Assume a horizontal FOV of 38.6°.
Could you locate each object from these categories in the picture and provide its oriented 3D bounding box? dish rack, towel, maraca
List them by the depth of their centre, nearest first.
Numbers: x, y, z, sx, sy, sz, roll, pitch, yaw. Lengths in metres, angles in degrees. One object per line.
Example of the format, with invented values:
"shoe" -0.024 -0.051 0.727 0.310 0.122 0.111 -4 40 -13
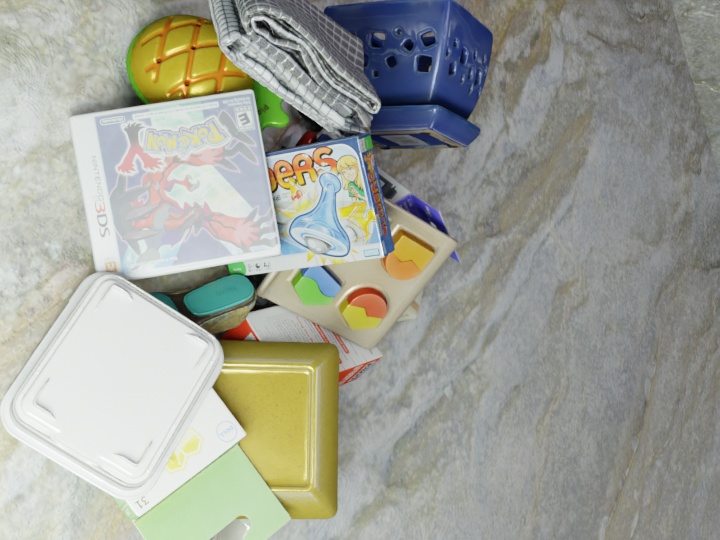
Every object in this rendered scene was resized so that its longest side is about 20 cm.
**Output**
"dish rack" -0.239 0.107 1.026 0.171 0.044 0.200 34 59 -11
"towel" -0.068 -0.244 1.136 0.200 0.086 0.166 33 19 -32
"maraca" -0.173 -0.212 1.168 0.200 0.107 0.137 38 71 6

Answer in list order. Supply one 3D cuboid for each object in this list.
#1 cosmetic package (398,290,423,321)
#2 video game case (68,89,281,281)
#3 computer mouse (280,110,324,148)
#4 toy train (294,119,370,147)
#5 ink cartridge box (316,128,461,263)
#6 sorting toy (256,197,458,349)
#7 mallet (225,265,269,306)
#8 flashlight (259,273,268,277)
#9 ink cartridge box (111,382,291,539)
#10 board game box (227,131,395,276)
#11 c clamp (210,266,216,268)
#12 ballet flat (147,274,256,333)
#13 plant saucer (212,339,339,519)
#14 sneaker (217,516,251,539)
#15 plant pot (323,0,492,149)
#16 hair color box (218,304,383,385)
"cosmetic package" -0.006 -0.010 1.408 0.200 0.105 0.071 46 47 -38
"video game case" -0.198 -0.090 1.107 0.023 0.199 0.183 -176 -104 -80
"computer mouse" -0.076 -0.144 1.387 0.110 0.044 0.200 55 43 -35
"toy train" -0.056 -0.110 1.213 0.085 0.200 0.116 38 46 -2
"ink cartridge box" 0.036 -0.084 1.370 0.043 0.200 0.198 -50 157 -6
"sorting toy" 0.000 0.000 1.253 0.200 0.185 0.037 26 21 -32
"mallet" -0.169 -0.016 1.204 0.200 0.041 0.066 58 44 -34
"flashlight" -0.039 0.008 1.326 0.199 0.068 0.068 23 29 -23
"ink cartridge box" -0.177 0.214 1.061 0.145 0.048 0.200 -35 82 -31
"board game box" -0.070 -0.071 1.152 0.034 0.199 0.136 -34 114 -62
"c clamp" -0.206 -0.093 1.214 0.171 0.027 0.201 -23 104 -49
"ballet flat" -0.206 0.056 1.140 0.199 0.071 0.071 -15 96 -37
"plant saucer" -0.121 0.174 1.144 0.048 0.199 0.201 122 -31 -75
"sneaker" -0.153 0.235 1.186 0.085 0.073 0.201 33 46 -44
"plant pot" 0.068 -0.273 1.477 0.200 0.199 0.181 8 84 -64
"hair color box" -0.072 0.099 1.292 0.200 0.064 0.111 -13 63 -54
